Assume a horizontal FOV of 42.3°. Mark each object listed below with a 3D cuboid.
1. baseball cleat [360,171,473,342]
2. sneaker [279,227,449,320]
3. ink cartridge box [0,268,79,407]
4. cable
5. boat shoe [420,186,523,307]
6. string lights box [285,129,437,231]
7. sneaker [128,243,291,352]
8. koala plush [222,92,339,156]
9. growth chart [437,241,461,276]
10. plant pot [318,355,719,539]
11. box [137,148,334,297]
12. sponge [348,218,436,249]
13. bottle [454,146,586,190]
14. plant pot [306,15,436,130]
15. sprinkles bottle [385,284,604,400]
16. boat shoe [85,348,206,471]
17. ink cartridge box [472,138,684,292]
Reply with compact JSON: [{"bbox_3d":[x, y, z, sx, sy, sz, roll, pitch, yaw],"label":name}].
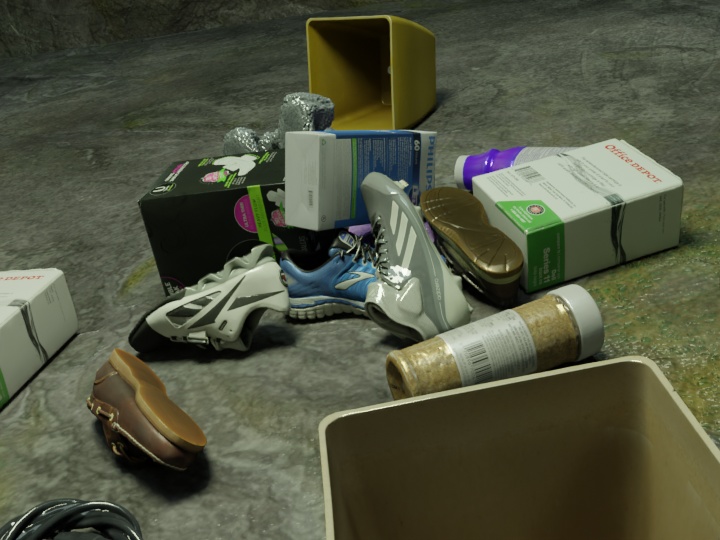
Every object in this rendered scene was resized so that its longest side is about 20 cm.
[{"bbox_3d":[0.034,-0.012,0.969,0.105,0.070,0.201,-25,66,-20],"label":"baseball cleat"},{"bbox_3d":[0.000,0.000,1.034,0.196,0.091,0.079,-5,25,7],"label":"sneaker"},{"bbox_3d":[-0.433,0.081,1.048,0.143,0.086,0.201,-2,25,18],"label":"ink cartridge box"},{"bbox_3d":[-0.232,0.241,0.676,0.160,0.052,0.200,-13,21,-16],"label":"cable"},{"bbox_3d":[0.119,-0.029,1.046,0.072,0.066,0.201,-12,34,-12],"label":"boat shoe"},{"bbox_3d":[0.005,-0.108,1.072,0.058,0.105,0.198,11,14,42],"label":"string lights box"},{"bbox_3d":[-0.163,0.057,1.007,0.198,0.090,0.074,-29,-8,18],"label":"sneaker"},{"bbox_3d":[-0.057,-0.137,1.299,0.175,0.187,0.199,-21,-2,36],"label":"koala plush"},{"bbox_3d":[0.095,-0.039,1.165,0.143,0.018,0.198,-28,29,-33],"label":"growth chart"},{"bbox_3d":[0.092,0.185,0.484,0.196,0.180,0.201,-10,24,0],"label":"plant pot"},{"bbox_3d":[-0.145,-0.054,1.138,0.196,0.151,0.125,-5,26,13],"label":"box"},{"bbox_3d":[0.041,-0.053,1.165,0.109,0.030,0.201,-8,23,9],"label":"sponge"},{"bbox_3d":[0.223,-0.130,1.247,0.197,0.066,0.083,4,27,30],"label":"bottle"},{"bbox_3d":[0.036,-0.357,1.687,0.198,0.204,0.175,11,20,40],"label":"plant pot"},{"bbox_3d":[0.122,0.074,0.846,0.197,0.069,0.068,-18,25,-16],"label":"sprinkles bottle"},{"bbox_3d":[-0.202,0.141,0.858,0.071,0.070,0.199,-55,31,-4],"label":"boat shoe"},{"bbox_3d":[0.246,-0.068,1.067,0.196,0.084,0.147,-16,32,-11],"label":"ink cartridge box"}]
